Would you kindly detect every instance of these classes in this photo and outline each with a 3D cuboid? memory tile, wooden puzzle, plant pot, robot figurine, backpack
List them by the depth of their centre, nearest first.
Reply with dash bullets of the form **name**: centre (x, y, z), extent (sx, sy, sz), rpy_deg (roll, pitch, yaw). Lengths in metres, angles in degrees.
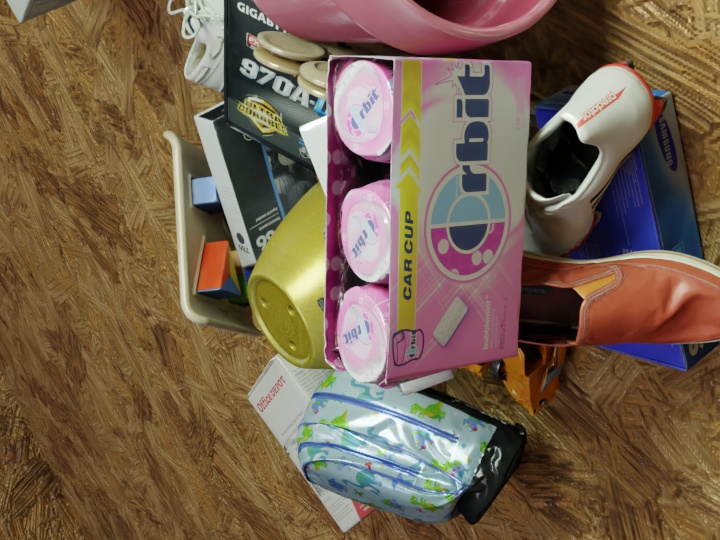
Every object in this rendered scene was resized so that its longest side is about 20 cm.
- **plant pot**: centre (0.013, -0.231, 0.794), extent (0.179, 0.200, 0.201), rpy_deg (-5, 113, 55)
- **memory tile**: centre (0.035, -0.138, 0.873), extent (0.153, 0.199, 0.017), rpy_deg (37, 122, 37)
- **robot figurine**: centre (0.119, 0.021, 1.025), extent (0.145, 0.058, 0.201), rpy_deg (32, 143, 40)
- **backpack**: centre (0.039, 0.167, 1.142), extent (0.200, 0.154, 0.163), rpy_deg (35, 167, 11)
- **plant pot**: centre (-0.023, 0.015, 1.159), extent (0.200, 0.142, 0.201), rpy_deg (38, 145, 33)
- **wooden puzzle**: centre (-0.142, -0.036, 1.269), extent (0.185, 0.046, 0.201), rpy_deg (26, -126, -73)

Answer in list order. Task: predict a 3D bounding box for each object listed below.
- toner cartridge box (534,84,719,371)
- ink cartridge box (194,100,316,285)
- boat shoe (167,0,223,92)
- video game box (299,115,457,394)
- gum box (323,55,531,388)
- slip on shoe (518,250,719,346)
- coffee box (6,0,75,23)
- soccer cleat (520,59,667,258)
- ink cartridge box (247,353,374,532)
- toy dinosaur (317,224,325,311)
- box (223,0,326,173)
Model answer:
- **toner cartridge box**: centre (0.193, -0.031, 0.872), extent (0.095, 0.043, 0.201), rpy_deg (15, 129, 51)
- **ink cartridge box**: centre (-0.093, -0.083, 1.224), extent (0.039, 0.099, 0.201), rpy_deg (20, 134, 46)
- **boat shoe**: centre (-0.140, -0.239, 1.147), extent (0.202, 0.086, 0.075), rpy_deg (127, 148, -65)
- **video game box**: centre (0.030, -0.028, 0.905), extent (0.182, 0.047, 0.201), rpy_deg (-48, -63, -76)
- **gum box**: centre (0.041, -0.031, 0.753), extent (0.066, 0.113, 0.201), rpy_deg (12, 105, 50)
- **slip on shoe**: centre (0.162, 0.026, 0.823), extent (0.199, 0.061, 0.074), rpy_deg (5, 124, 10)
- **coffee box**: centre (-0.257, -0.380, 1.093), extent (0.200, 0.200, 0.198), rpy_deg (59, 152, 0)
- **soccer cleat**: centre (0.132, -0.060, 0.807), extent (0.069, 0.085, 0.200), rpy_deg (50, 150, 15)
- **ink cartridge box**: centre (-0.028, 0.183, 1.391), extent (0.200, 0.083, 0.147), rpy_deg (53, 151, 10)
- **toy dinosaur**: centre (0.000, 0.000, 1.004), extent (0.102, 0.201, 0.136), rpy_deg (8, 150, 15)
- **box**: centre (-0.029, -0.156, 1.056), extent (0.199, 0.046, 0.159), rpy_deg (30, 142, 18)
